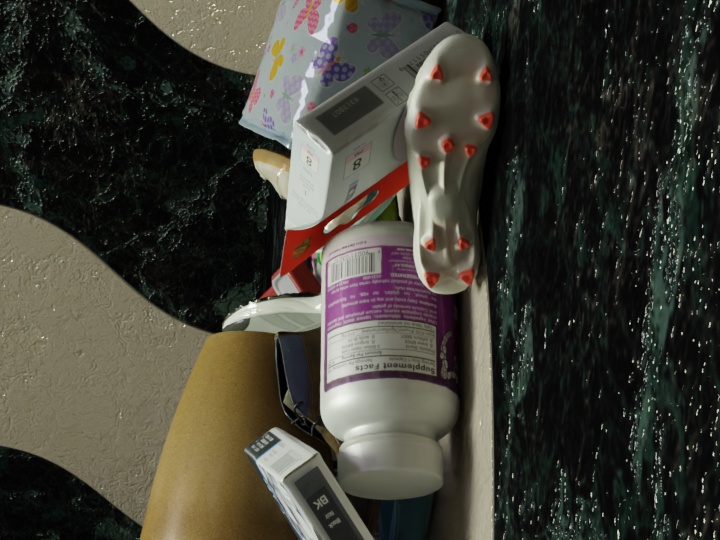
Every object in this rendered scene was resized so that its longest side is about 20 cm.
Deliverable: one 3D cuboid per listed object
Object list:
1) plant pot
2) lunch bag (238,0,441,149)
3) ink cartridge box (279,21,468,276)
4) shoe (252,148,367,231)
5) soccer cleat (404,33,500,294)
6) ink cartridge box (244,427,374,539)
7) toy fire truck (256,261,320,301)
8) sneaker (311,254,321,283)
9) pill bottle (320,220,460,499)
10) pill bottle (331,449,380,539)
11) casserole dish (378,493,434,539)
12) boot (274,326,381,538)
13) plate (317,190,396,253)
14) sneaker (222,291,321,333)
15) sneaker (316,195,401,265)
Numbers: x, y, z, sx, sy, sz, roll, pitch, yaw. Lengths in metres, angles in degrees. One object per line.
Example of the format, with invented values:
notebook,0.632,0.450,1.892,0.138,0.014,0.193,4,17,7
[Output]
plant pot,-0.102,0.162,1.558,0.186,0.184,0.202,117,157,-74
lunch bag,-0.028,-0.192,1.588,0.200,0.126,0.171,28,99,62
ink cartridge box,0.014,-0.080,1.332,0.057,0.162,0.201,41,150,24
shoe,-0.052,-0.077,1.582,0.200,0.069,0.054,27,108,63
soccer cleat,0.064,-0.081,1.267,0.078,0.069,0.202,-96,7,-67
ink cartridge box,-0.013,0.226,1.374,0.201,0.043,0.198,57,170,-7
toy fire truck,-0.049,0.100,1.836,0.201,0.112,0.168,57,150,6
sneaker,-0.005,-0.051,1.879,0.086,0.080,0.202,28,-120,-72
pill bottle,0.023,0.072,1.351,0.112,0.111,0.202,108,163,-66
pill bottle,-0.020,0.210,1.660,0.111,0.110,0.202,180,92,-83
casserole dish,0.037,0.161,1.509,0.201,0.038,0.122,-98,13,-53
boot,-0.028,0.140,1.494,0.075,0.096,0.202,110,161,-62
plate,0.011,-0.100,1.608,0.200,0.025,0.201,-47,24,29
sneaker,-0.052,0.059,1.728,0.074,0.198,0.080,-9,-87,-63
sneaker,0.000,0.000,1.642,0.074,0.083,0.201,73,-167,-44
